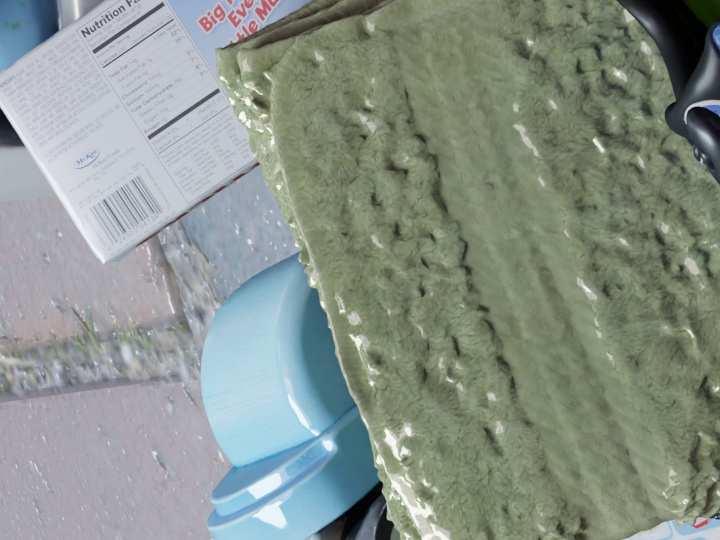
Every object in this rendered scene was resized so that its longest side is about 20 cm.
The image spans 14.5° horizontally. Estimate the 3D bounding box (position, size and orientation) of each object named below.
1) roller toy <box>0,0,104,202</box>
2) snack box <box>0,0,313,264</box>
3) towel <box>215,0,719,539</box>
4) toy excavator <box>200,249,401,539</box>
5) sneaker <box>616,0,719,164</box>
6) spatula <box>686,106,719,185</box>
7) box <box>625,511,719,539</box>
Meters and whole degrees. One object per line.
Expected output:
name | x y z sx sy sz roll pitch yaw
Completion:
roller toy | -0.122 -0.119 1.016 0.182 0.139 0.200 117 144 -69
snack box | -0.020 -0.086 0.912 0.072 0.200 0.024 57 -170 2
towel | 0.054 -0.009 0.871 0.036 0.148 0.200 14 -126 -80
toy excavator | 0.000 0.000 0.952 0.200 0.194 0.100 54 150 -8
sneaker | 0.132 -0.045 0.797 0.200 0.089 0.079 46 144 22
spatula | 0.138 0.017 0.805 0.200 0.021 0.057 52 -179 -39
box | 0.097 0.095 0.993 0.200 0.039 0.137 -24 91 58
